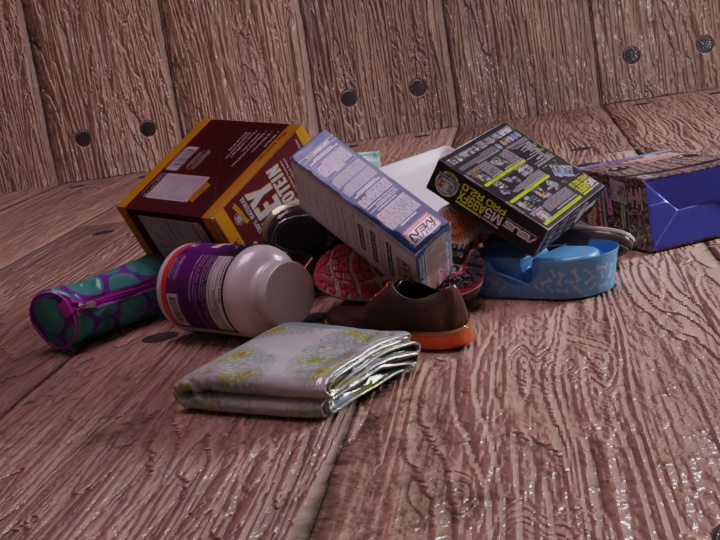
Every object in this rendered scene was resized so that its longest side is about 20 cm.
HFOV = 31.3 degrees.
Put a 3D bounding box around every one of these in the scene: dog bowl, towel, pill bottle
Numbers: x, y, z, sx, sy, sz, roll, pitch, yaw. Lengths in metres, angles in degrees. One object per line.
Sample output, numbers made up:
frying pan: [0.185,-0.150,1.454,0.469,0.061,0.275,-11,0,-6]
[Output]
dog bowl: [0.218,-0.001,1.547,0.200,0.050,0.111,2,16,42]
towel: [-0.062,0.097,1.291,0.200,0.048,0.171,-1,13,36]
pill bottle: [-0.149,0.024,1.555,0.200,0.113,0.112,3,16,45]

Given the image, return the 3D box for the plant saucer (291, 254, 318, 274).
plant saucer: [-0.123,-0.024,1.763,0.200,0.037,0.200,5,47,40]

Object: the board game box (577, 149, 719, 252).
board game box: [0.408,-0.099,1.754,0.159,0.097,0.200,-12,12,-16]

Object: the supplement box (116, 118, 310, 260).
supplement box: [-0.176,-0.091,1.738,0.200,0.133,0.197,9,49,42]

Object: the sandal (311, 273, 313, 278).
sandal: [-0.131,-0.001,1.819,0.082,0.050,0.202,-18,14,-38]

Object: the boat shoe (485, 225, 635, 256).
boat shoe: [0.251,-0.022,1.642,0.199,0.057,0.067,2,-20,32]

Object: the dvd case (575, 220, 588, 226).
dvd case: [0.203,-0.077,1.819,0.199,0.025,0.150,0,21,-23]

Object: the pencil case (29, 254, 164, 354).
pencil case: [-0.330,0.041,1.686,0.092,0.085,0.200,-22,1,40]

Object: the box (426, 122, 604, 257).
box: [0.194,-0.104,1.588,0.160,0.044,0.200,35,33,15]

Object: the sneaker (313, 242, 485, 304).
sneaker: [0.044,0.017,1.508,0.199,0.081,0.075,3,-31,-1]

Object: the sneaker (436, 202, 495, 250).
sneaker: [0.121,-0.056,1.605,0.080,0.072,0.200,-32,-5,37]

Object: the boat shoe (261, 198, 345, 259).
boat shoe: [-0.025,-0.042,1.574,0.200,0.072,0.065,6,27,-37]

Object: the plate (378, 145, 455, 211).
plate: [0.103,-0.094,1.737,0.199,0.032,0.200,-20,39,-31]

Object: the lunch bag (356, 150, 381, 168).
lunch bag: [-0.067,-0.085,1.883,0.200,0.171,0.122,-3,7,35]

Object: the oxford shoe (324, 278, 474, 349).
oxford shoe: [0.038,0.042,1.415,0.200,0.073,0.071,0,15,40]

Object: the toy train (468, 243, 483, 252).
toy train: [0.155,-0.048,1.838,0.200,0.056,0.150,-11,28,-44]

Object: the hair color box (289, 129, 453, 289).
hair color box: [0.013,-0.063,1.453,0.060,0.100,0.200,-41,62,-19]
